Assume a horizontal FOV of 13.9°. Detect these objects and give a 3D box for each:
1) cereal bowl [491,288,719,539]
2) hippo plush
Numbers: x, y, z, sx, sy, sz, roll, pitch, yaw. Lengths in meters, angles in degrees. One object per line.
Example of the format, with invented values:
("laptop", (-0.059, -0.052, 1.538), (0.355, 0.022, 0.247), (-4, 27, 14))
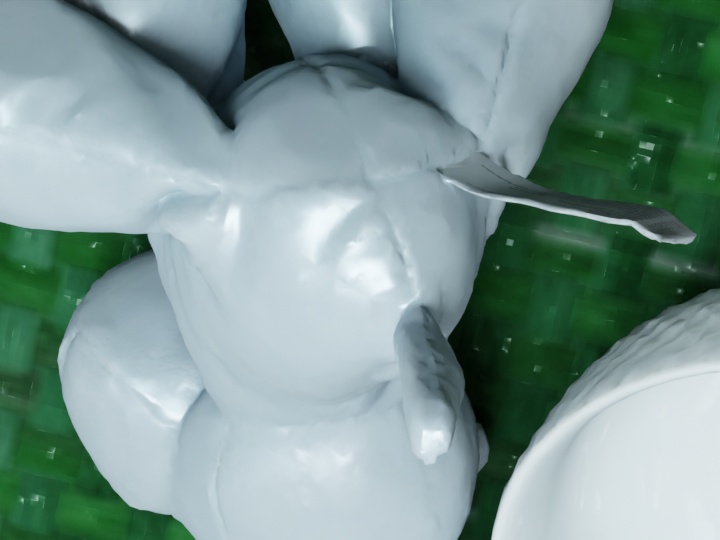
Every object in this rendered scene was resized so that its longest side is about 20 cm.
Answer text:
("cereal bowl", (0.137, 0.078, 0.742), (0.200, 0.083, 0.200), (15, 131, 18))
("hippo plush", (0.000, 0.000, 0.728), (0.200, 0.159, 0.161), (32, 146, 31))
